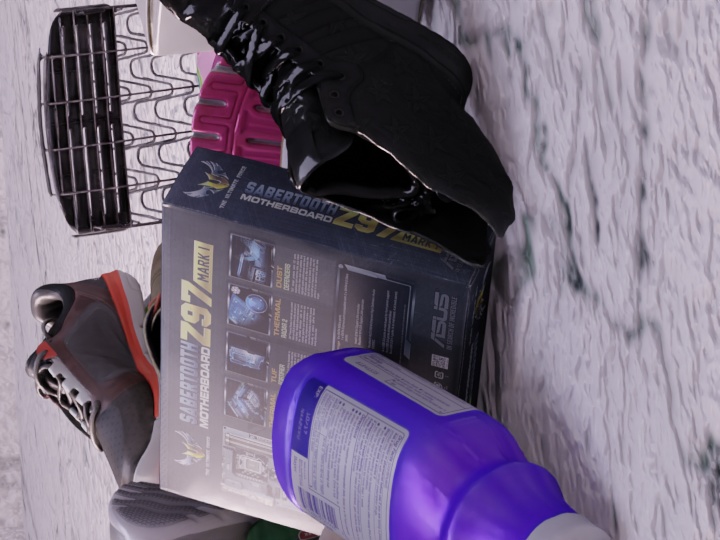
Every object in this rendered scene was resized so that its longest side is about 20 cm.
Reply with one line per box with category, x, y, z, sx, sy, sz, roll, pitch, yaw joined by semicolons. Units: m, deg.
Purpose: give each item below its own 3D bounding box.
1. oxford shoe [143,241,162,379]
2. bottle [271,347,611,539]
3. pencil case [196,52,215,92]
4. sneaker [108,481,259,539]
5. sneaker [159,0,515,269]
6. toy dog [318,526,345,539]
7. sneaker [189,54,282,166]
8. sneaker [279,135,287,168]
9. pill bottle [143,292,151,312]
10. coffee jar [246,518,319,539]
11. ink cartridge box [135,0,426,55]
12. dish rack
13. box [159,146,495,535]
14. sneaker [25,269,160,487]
oxford shoe;-0.100;0.028;1.687;0.075;0.070;0.200;53;-173;-37
bottle;0.036;0.100;1.226;0.200;0.065;0.084;27;120;51
pencil case;-0.060;-0.078;1.635;0.087;0.087;0.201;-121;26;-62
sneaker;-0.090;0.164;1.520;0.200;0.074;0.082;32;-114;-74
sneaker;-0.017;-0.081;1.262;0.060;0.199;0.104;-57;11;46
toy dog;0.047;0.186;1.276;0.096;0.132;0.201;-39;56;32
sneaker;-0.039;-0.120;1.496;0.088;0.081;0.201;137;150;-89
sneaker;0.000;0.000;1.438;0.200;0.070;0.109;90;159;-59
pill bottle;-0.078;0.096;1.752;0.200;0.110;0.112;-113;20;-51
coffee jar;0.006;0.219;1.445;0.085;0.104;0.201;88;169;-58
ink cartridge box;-0.056;-0.209;1.392;0.083;0.146;0.201;99;160;-48
dish rack;-0.122;-0.098;1.689;0.054;0.199;0.154;1;99;48
box;-0.020;0.046;1.353;0.051;0.157;0.201;-63;-18;-47
sneaker;-0.169;0.078;1.717;0.200;0.081;0.077;-112;26;-51
